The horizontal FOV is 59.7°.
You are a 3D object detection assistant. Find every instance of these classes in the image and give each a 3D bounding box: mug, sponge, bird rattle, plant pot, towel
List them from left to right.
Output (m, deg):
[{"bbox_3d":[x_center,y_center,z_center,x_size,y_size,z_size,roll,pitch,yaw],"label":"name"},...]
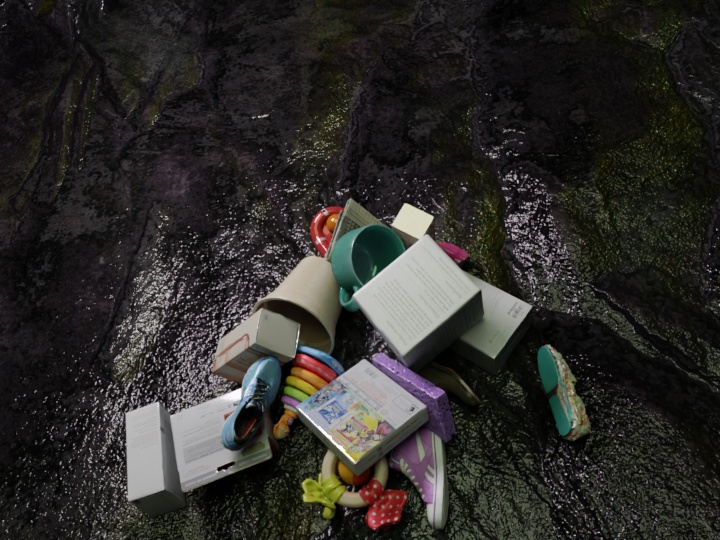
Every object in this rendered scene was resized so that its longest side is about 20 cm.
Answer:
[{"bbox_3d":[-0.119,0.073,1.444,0.199,0.201,0.184,9,45,20],"label":"plant pot"},{"bbox_3d":[-0.008,0.399,1.187,0.198,0.113,0.164,-1,71,19],"label":"bird rattle"},{"bbox_3d":[-0.001,-0.011,1.383,0.184,0.153,0.114,-30,10,-33],"label":"mug"},{"bbox_3d":[0.012,-0.049,1.507,0.034,0.200,0.194,-23,39,47],"label":"towel"},{"bbox_3d":[0.105,0.249,1.253,0.030,0.112,0.200,-31,32,-24],"label":"sponge"}]

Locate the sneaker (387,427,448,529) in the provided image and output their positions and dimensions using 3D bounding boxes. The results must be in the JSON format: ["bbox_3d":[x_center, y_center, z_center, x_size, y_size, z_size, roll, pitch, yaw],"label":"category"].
[{"bbox_3d":[0.110,0.400,1.206,0.113,0.073,0.201,-8,41,9],"label":"sneaker"}]

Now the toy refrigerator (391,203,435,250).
[{"bbox_3d":[0.127,-0.074,1.450,0.076,0.200,0.070,28,76,17],"label":"toy refrigerator"}]

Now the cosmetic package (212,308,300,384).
[{"bbox_3d":[-0.230,0.172,1.372,0.200,0.103,0.088,-37,37,43],"label":"cosmetic package"}]

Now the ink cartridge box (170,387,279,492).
[{"bbox_3d":[-0.282,0.361,1.319,0.199,0.084,0.176,-20,53,-2],"label":"ink cartridge box"}]

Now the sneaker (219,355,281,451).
[{"bbox_3d":[-0.205,0.264,1.250,0.078,0.090,0.201,29,66,-16],"label":"sneaker"}]

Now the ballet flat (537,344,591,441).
[{"bbox_3d":[0.408,0.245,1.257,0.063,0.076,0.201,8,54,-19],"label":"ballet flat"}]

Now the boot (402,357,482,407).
[{"bbox_3d":[0.158,0.246,1.314,0.097,0.075,0.200,-46,47,-7],"label":"boot"}]

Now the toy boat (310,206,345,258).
[{"bbox_3d":[-0.051,-0.091,1.570,0.130,0.131,0.200,-30,53,-10],"label":"toy boat"}]

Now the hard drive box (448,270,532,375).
[{"bbox_3d":[0.252,0.107,1.381,0.199,0.077,0.156,30,65,30],"label":"hard drive box"}]

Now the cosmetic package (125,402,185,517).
[{"bbox_3d":[-0.429,0.395,1.314,0.081,0.113,0.201,-20,53,-1],"label":"cosmetic package"}]

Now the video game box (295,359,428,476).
[{"bbox_3d":[0.002,0.280,1.228,0.182,0.047,0.200,-29,38,-26],"label":"video game box"}]

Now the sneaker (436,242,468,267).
[{"bbox_3d":[0.181,0.004,1.476,0.081,0.089,0.200,33,44,22],"label":"sneaker"}]

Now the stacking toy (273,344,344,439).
[{"bbox_3d":[-0.129,0.267,1.337,0.109,0.116,0.201,12,64,37],"label":"stacking toy"}]

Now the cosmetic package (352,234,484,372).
[{"bbox_3d":[0.122,0.072,1.278,0.200,0.166,0.168,-39,66,-4],"label":"cosmetic package"}]

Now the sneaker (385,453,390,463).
[{"bbox_3d":[-0.015,0.336,1.296,0.076,0.070,0.200,-45,52,5],"label":"sneaker"}]
